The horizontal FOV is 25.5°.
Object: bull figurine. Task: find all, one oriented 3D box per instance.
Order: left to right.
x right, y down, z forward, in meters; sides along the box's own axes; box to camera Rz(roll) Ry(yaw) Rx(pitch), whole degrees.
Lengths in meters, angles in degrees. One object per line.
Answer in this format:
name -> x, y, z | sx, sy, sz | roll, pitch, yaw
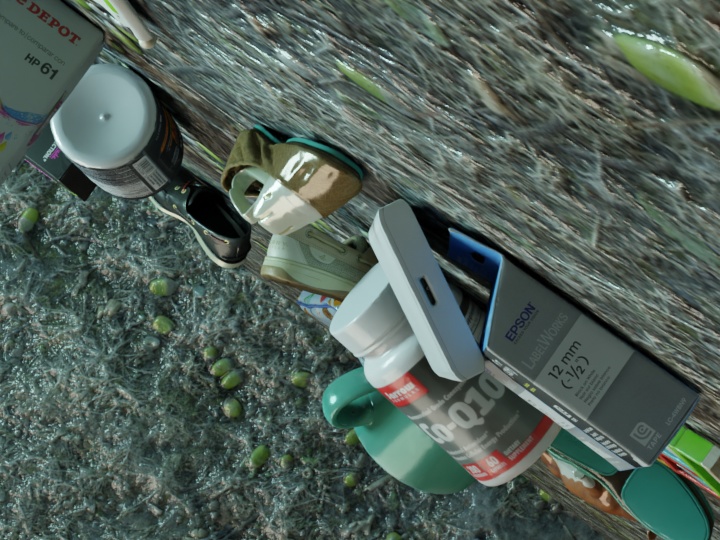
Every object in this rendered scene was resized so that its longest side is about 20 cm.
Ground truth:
bull figurine -> 0.256, 0.217, 1.730 | 0.121, 0.065, 0.200 | 44, 169, -35

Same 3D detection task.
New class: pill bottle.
pill bottle -> -0.238, -0.132, 1.607 | 0.106, 0.106, 0.200 | 35, 175, 8
pill bottle -> 0.076, 0.084, 1.387 | 0.200, 0.114, 0.114 | 42, 174, -12

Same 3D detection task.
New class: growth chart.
growth chart -> -0.234, -0.231, 1.175 | 0.200, 0.018, 0.145 | 33, 173, 27

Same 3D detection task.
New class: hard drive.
hard drive -> 0.046, 0.018, 1.188 | 0.132, 0.027, 0.200 | 64, 178, 2

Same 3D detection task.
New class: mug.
mug -> 0.073, 0.125, 1.512 | 0.152, 0.114, 0.185 | 46, -142, 12

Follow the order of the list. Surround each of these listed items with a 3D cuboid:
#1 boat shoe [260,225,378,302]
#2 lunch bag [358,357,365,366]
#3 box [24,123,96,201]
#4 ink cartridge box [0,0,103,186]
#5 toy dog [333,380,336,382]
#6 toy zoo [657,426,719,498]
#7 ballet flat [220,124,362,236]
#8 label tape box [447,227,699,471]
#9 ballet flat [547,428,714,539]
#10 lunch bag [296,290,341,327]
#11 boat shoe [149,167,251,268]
boat shoe -> 0.000, 0.000, 1.470 | 0.200, 0.065, 0.072 | 17, 173, -35
lunch bag -> 0.027, 0.101, 2.152 | 0.200, 0.094, 0.151 | 47, 175, -13
box -> -0.376, -0.195, 1.860 | 0.200, 0.124, 0.149 | 37, 176, 6
ink cartridge box -> -0.344, -0.173, 1.427 | 0.144, 0.200, 0.085 | 36, 171, -6
toy dog -> 0.073, 0.162, 1.742 | 0.199, 0.097, 0.132 | -6, -176, -17
toy zoo -> 0.242, 0.135, 1.310 | 0.200, 0.020, 0.131 | 32, 173, 46
ballet flat -> -0.061, -0.065, 1.214 | 0.068, 0.072, 0.200 | 40, 174, -27
label tape box -> 0.128, 0.058, 1.117 | 0.200, 0.066, 0.143 | 34, 175, 6
ballet flat -> 0.255, 0.184, 1.512 | 0.200, 0.067, 0.070 | 36, -161, 5
lunch bag -> 0.020, 0.053, 1.761 | 0.160, 0.076, 0.200 | 34, 175, -14
boat shoe -> -0.218, -0.092, 2.122 | 0.201, 0.074, 0.063 | 45, 142, 19
